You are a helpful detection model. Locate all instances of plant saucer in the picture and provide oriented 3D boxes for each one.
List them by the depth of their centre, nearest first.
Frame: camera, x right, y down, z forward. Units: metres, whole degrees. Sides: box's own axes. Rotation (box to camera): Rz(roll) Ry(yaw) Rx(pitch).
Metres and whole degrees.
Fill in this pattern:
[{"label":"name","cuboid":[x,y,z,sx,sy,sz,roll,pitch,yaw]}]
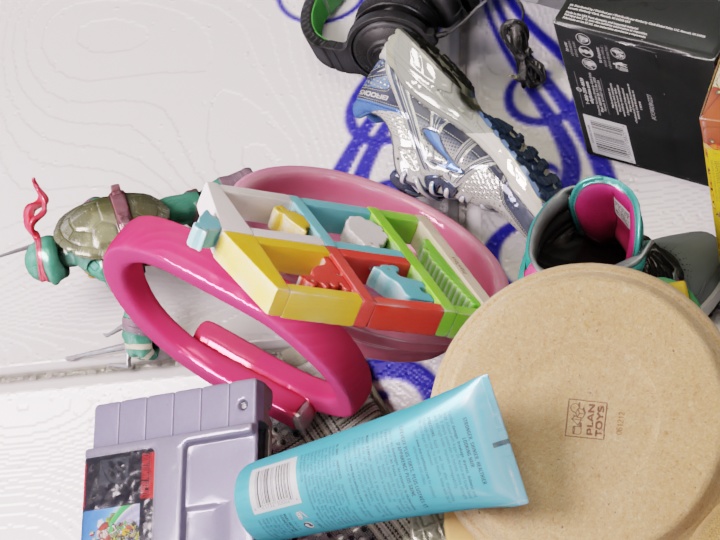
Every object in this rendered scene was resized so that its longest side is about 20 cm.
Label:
[{"label":"plant saucer","cuboid":[0.000,0.000,1.561,0.199,0.051,0.201,17,26,-9]}]

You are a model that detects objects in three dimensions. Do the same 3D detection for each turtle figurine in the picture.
[{"label":"turtle figurine","cuboid":[-0.161,-0.011,1.642,0.198,0.101,0.151,-14,56,-5]}]

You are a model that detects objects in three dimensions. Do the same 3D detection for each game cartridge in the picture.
[{"label":"game cartridge","cuboid":[-0.119,0.174,1.488,0.129,0.038,0.202,-9,65,20]}]

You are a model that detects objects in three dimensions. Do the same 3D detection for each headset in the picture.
[{"label":"headset","cuboid":[0.048,-0.184,1.740,0.199,0.094,0.124,14,57,42]}]

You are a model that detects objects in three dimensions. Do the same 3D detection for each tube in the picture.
[{"label":"tube","cuboid":[0.010,0.121,1.401,0.199,0.078,0.050,-18,6,39]}]

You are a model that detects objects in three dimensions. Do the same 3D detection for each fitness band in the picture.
[{"label":"fitness band","cuboid":[-0.082,0.036,1.515,0.199,0.144,0.038,26,65,24]}]

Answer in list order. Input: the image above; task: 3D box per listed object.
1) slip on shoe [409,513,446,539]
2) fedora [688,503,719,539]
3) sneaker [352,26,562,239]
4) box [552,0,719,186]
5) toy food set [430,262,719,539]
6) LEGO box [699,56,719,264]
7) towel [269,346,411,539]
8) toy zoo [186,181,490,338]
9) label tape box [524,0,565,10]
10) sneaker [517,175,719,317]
[{"label":"slip on shoe","cuboid":[0.125,0.189,1.437,0.199,0.061,0.075,22,81,15]},{"label":"fedora","cuboid":[0.254,0.199,1.359,0.200,0.201,0.082,-35,14,-12]},{"label":"sneaker","cuboid":[0.070,-0.076,1.646,0.085,0.077,0.200,-47,65,14]},{"label":"box","cuboid":[0.240,-0.184,1.624,0.124,0.149,0.201,18,61,27]},{"label":"toy food set","cuboid":[0.139,0.094,1.398,0.196,0.049,0.202,-11,74,9]},{"label":"LEGO box","cuboid":[0.303,-0.050,1.476,0.148,0.201,0.078,10,57,22]},{"label":"towel","cuboid":[-0.057,0.144,1.535,0.192,0.035,0.200,-30,52,-7]},{"label":"toy zoo","cuboid":[-0.019,-0.007,1.470,0.199,0.021,0.131,8,28,-31]},{"label":"label tape box","cuboid":[0.075,-0.262,1.693,0.199,0.066,0.144,13,28,-29]},{"label":"sneaker","cuboid":[0.170,-0.011,1.503,0.199,0.121,0.083,-28,49,-34]}]
